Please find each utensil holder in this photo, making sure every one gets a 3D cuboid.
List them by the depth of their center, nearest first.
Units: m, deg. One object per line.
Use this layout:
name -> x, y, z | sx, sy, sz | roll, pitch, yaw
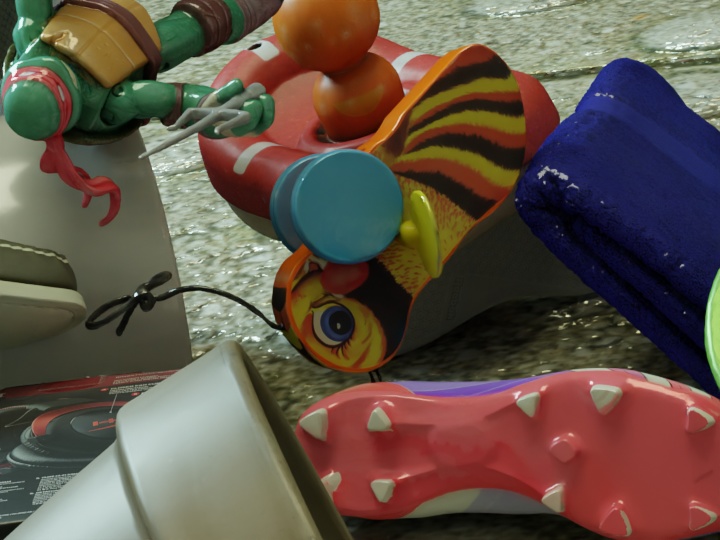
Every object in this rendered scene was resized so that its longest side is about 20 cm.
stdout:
utensil holder -> -0.189, 0.016, 1.172 | 0.199, 0.171, 0.170 | -13, 17, -12

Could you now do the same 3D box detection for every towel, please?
towel -> 0.145, -0.018, 1.177 | 0.147, 0.050, 0.200 | 37, 24, 3

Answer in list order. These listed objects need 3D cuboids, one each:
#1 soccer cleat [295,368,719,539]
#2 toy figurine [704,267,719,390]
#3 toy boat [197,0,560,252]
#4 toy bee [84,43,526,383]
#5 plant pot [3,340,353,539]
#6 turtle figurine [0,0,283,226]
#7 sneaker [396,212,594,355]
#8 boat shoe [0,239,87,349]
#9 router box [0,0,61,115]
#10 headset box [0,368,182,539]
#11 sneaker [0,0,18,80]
soccer cleat -> 0.069, 0.070, 1.029 | 0.199, 0.067, 0.076 | -2, 4, 22
toy figurine -> 0.188, -0.056, 0.931 | 0.149, 0.185, 0.201 | -5, 51, 11
toy boat -> -0.004, -0.086, 1.245 | 0.130, 0.131, 0.200 | -33, 26, -24
toy bee -> 0.000, 0.000, 1.107 | 0.199, 0.109, 0.131 | -34, 9, 12
plant pot -> -0.062, 0.145, 0.696 | 0.173, 0.201, 0.200 | -27, 18, -1
turtle figurine -> -0.106, -0.104, 1.109 | 0.101, 0.150, 0.200 | -40, 9, 29
sneaker -> 0.064, -0.023, 1.299 | 0.199, 0.071, 0.099 | -20, 24, -16
boat shoe -> -0.208, -0.004, 1.048 | 0.200, 0.061, 0.072 | 3, -27, -21
router box -> -0.201, -0.034, 1.277 | 0.178, 0.201, 0.049 | -12, 18, -2
headset box -> -0.113, 0.097, 0.996 | 0.147, 0.076, 0.200 | -7, 13, 1
sneaker -> -0.221, -0.092, 1.142 | 0.080, 0.071, 0.200 | 7, 23, 27
